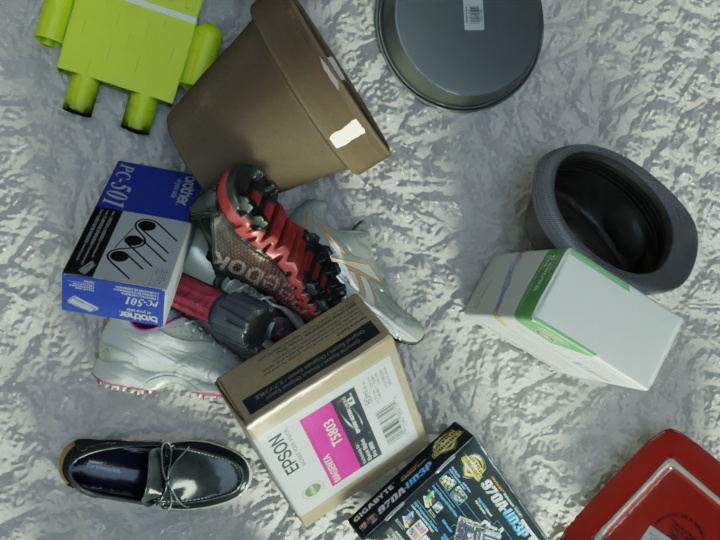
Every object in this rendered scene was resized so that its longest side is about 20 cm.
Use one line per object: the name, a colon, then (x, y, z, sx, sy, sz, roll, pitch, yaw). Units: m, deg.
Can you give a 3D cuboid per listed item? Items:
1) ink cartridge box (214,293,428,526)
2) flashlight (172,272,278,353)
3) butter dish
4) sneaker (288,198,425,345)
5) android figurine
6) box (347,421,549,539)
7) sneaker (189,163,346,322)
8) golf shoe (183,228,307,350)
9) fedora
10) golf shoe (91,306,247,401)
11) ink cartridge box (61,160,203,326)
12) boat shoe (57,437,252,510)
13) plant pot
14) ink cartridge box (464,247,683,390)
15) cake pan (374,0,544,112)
ink cartridge box: (-0.031, 0.144, 1.020, 0.164, 0.075, 0.200, -33, 138, -11)
flashlight: (-0.180, 0.020, 0.992, 0.199, 0.068, 0.068, 23, 51, 24)
butter dish: (0.358, 0.320, 1.139, 0.199, 0.148, 0.200, -43, 58, -9)
sneaker: (0.000, 0.000, 1.082, 0.200, 0.076, 0.092, 38, 78, -12)
android figurine: (-0.233, -0.247, 1.039, 0.181, 0.041, 0.201, 18, 88, -13)
box: (0.103, 0.288, 1.095, 0.159, 0.046, 0.200, -41, 115, -10)
sneaker: (-0.093, -0.014, 0.992, 0.201, 0.098, 0.071, 51, 37, -32)
golf shoe: (-0.114, 0.024, 1.047, 0.200, 0.088, 0.077, 42, 84, -9)
fedora: (0.260, -0.043, 1.116, 0.199, 0.090, 0.177, 28, 56, -9)
golf shoe: (-0.171, 0.086, 1.042, 0.199, 0.075, 0.092, 8, 86, -14)
ink cartridge box: (-0.211, -0.030, 0.966, 0.094, 0.200, 0.044, 10, 125, -3)
boat shoe: (-0.208, 0.209, 1.040, 0.199, 0.062, 0.075, 9, 87, -14)
plant pot: (-0.093, -0.156, 1.011, 0.174, 0.200, 0.201, -31, 98, 7)
ink cartridge box: (0.215, 0.048, 1.066, 0.145, 0.200, 0.088, 30, 81, -11)
cake pan: (0.116, -0.277, 1.121, 0.199, 0.037, 0.201, 0, 90, -13)
